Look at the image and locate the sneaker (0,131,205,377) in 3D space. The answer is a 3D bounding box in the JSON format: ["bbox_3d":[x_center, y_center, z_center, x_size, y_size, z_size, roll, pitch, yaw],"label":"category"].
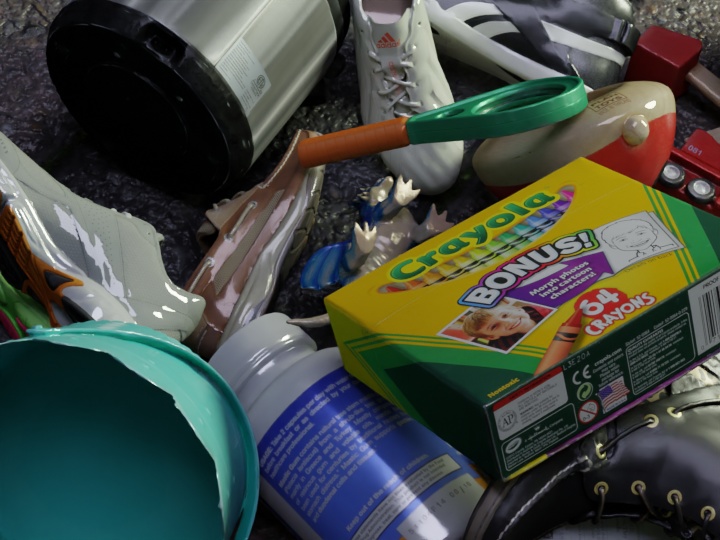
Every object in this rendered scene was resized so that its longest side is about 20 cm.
[{"bbox_3d":[-0.182,-0.018,1.136,0.092,0.076,0.200,-32,79,-34],"label":"sneaker"}]

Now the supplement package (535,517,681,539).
[{"bbox_3d":[0.195,0.159,1.083,0.199,0.114,0.110,3,55,-3],"label":"supplement package"}]

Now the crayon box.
[{"bbox_3d":[0.107,0.020,1.015,0.199,0.059,0.172,-28,32,-21],"label":"crayon box"}]

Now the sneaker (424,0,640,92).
[{"bbox_3d":[0.118,-0.206,1.341,0.199,0.073,0.112,30,84,6],"label":"sneaker"}]

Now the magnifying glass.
[{"bbox_3d":[0.054,-0.097,1.172,0.199,0.023,0.080,-9,18,17],"label":"magnifying glass"}]

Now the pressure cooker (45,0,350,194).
[{"bbox_3d":[-0.103,-0.175,1.259,0.178,0.176,0.200,30,61,12],"label":"pressure cooker"}]

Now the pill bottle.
[{"bbox_3d":[-0.009,0.119,1.096,0.112,0.112,0.200,-35,64,-25],"label":"pill bottle"}]

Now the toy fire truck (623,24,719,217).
[{"bbox_3d":[0.268,-0.087,1.301,0.199,0.049,0.141,30,57,15],"label":"toy fire truck"}]

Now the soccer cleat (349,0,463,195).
[{"bbox_3d":[0.027,-0.152,1.270,0.069,0.078,0.201,-15,90,-1],"label":"soccer cleat"}]

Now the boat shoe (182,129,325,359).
[{"bbox_3d":[-0.077,-0.024,1.214,0.071,0.076,0.201,20,54,5],"label":"boat shoe"}]

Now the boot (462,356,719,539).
[{"bbox_3d":[0.171,0.135,0.988,0.200,0.073,0.151,-32,63,-29],"label":"boot"}]

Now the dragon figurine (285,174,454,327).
[{"bbox_3d":[0.000,0.000,1.178,0.059,0.099,0.200,39,49,-8],"label":"dragon figurine"}]

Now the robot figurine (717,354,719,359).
[{"bbox_3d":[0.136,0.043,1.152,0.199,0.151,0.125,6,38,0],"label":"robot figurine"}]

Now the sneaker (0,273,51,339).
[{"bbox_3d":[-0.216,-0.001,1.197,0.084,0.077,0.200,-27,70,-29],"label":"sneaker"}]

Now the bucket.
[{"bbox_3d":[-0.160,0.127,1.015,0.206,0.208,0.135,13,11,5],"label":"bucket"}]

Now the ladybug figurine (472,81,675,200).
[{"bbox_3d":[0.153,-0.080,1.221,0.135,0.200,0.072,-24,96,-12],"label":"ladybug figurine"}]
